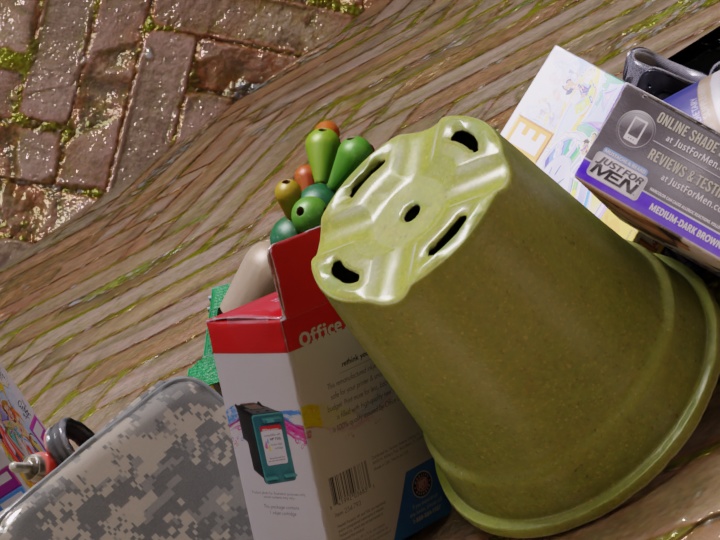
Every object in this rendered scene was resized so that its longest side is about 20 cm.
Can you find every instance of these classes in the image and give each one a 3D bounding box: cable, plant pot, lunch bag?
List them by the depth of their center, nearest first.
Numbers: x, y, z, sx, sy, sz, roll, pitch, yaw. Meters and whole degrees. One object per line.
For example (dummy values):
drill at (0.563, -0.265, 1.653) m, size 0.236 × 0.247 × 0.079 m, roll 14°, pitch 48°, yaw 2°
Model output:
plant pot at (0.075, 0.019, 1.266) m, size 0.200 × 0.184 × 0.201 m, roll -28°, pitch 37°, yaw 24°
lunch bag at (-0.144, 0.185, 1.428) m, size 0.200 × 0.139 × 0.168 m, roll -42°, pitch -8°, yaw -31°
cable at (-0.175, 0.153, 1.554) m, size 0.050 × 0.098 × 0.200 m, roll -18°, pitch -12°, yaw 24°

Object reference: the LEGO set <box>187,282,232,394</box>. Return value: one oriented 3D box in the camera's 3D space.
LEGO set at (-0.030, 0.075, 1.681) m, size 0.199 × 0.116 × 0.154 m, roll -19°, pitch 34°, yaw 4°

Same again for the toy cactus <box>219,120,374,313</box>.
toy cactus at (-0.036, -0.024, 1.628) m, size 0.165 × 0.102 × 0.200 m, roll -52°, pitch 11°, yaw 12°

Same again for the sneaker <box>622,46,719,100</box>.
sneaker at (0.179, -0.097, 1.596) m, size 0.199 × 0.114 × 0.076 m, roll -9°, pitch 23°, yaw -4°

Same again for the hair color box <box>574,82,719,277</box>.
hair color box at (0.194, -0.040, 1.266) m, size 0.065 × 0.109 × 0.200 m, roll -60°, pitch -15°, yaw 1°

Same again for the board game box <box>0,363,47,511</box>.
board game box at (-0.230, 0.159, 1.585) m, size 0.034 × 0.200 × 0.134 m, roll -32°, pitch 13°, yaw 4°

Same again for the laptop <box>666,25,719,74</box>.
laptop at (0.294, -0.135, 1.771) m, size 0.199 × 0.104 × 0.177 m, roll 18°, pitch 39°, yaw 41°

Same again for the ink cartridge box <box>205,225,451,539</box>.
ink cartridge box at (-0.021, 0.070, 1.342) m, size 0.067 × 0.201 × 0.116 m, roll -3°, pitch 13°, yaw 41°

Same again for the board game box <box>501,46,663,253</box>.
board game box at (0.127, -0.029, 1.434) m, size 0.134 × 0.034 × 0.201 m, roll 33°, pitch 93°, yaw 39°

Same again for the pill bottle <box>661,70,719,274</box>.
pill bottle at (0.191, -0.043, 1.501) m, size 0.199 × 0.116 × 0.116 m, roll -29°, pitch 14°, yaw 24°
